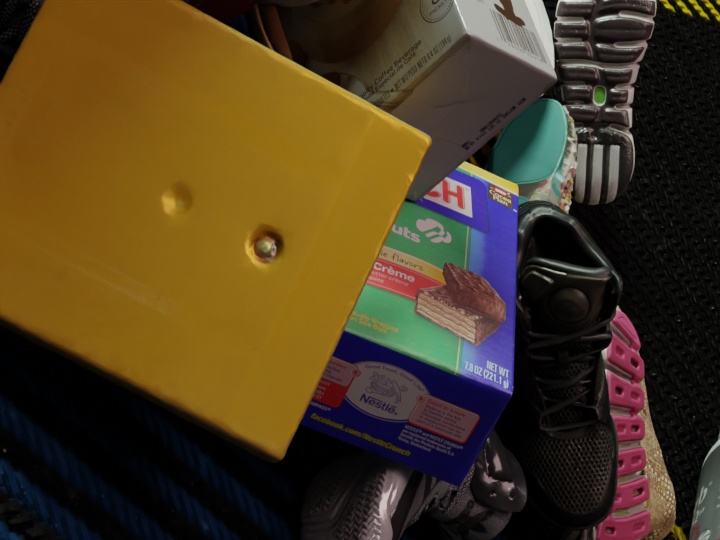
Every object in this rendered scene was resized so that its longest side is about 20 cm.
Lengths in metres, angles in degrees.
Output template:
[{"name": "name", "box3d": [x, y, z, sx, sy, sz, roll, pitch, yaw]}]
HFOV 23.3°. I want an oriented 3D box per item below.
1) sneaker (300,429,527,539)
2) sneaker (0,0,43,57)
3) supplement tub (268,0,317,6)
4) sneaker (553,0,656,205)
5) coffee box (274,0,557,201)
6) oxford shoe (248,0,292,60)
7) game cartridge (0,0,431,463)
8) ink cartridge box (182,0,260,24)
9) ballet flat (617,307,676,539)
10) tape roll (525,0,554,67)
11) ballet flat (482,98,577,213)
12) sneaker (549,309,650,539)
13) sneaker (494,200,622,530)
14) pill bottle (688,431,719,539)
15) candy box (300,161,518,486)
[{"name": "sneaker", "box3d": [0.037, 0.127, 0.986, 0.114, 0.075, 0.201, 46, 33, -18]}, {"name": "sneaker", "box3d": [-0.163, -0.123, 0.883, 0.199, 0.075, 0.115, 11, 55, -53]}, {"name": "supplement tub", "box3d": [-0.083, -0.230, 0.875, 0.199, 0.144, 0.146, 26, 46, -43]}, {"name": "sneaker", "box3d": [0.176, -0.154, 1.355, 0.116, 0.075, 0.203, -124, -139, -85]}, {"name": "coffee box", "box3d": [0.016, -0.158, 0.961, 0.079, 0.114, 0.202, 17, 43, -43]}, {"name": "oxford shoe", "box3d": [-0.030, -0.179, 1.133, 0.071, 0.071, 0.202, -3, 70, -56]}, {"name": "game cartridge", "box3d": [-0.089, -0.031, 0.834, 0.198, 0.032, 0.178, 28, 79, -6]}, {"name": "ink cartridge box", "box3d": [-0.142, -0.238, 1.007, 0.199, 0.085, 0.149, 11, 58, -52]}, {"name": "ballet flat", "box3d": [0.163, 0.091, 1.196, 0.065, 0.070, 0.202, 3, 62, -56]}, {"name": "tape roll", "box3d": [0.055, -0.195, 1.262, 0.202, 0.070, 0.204, 35, 41, -36]}, {"name": "ballet flat", "box3d": [0.118, -0.038, 1.248, 0.201, 0.075, 0.064, -72, 152, -43]}, {"name": "sneaker", "box3d": [0.135, 0.126, 1.133, 0.073, 0.087, 0.203, 6, 84, -54]}, {"name": "sneaker", "box3d": [0.117, 0.056, 1.038, 0.114, 0.075, 0.202, 99, -14, -86]}, {"name": "pill bottle", "box3d": [0.301, 0.184, 1.276, 0.116, 0.115, 0.201, 50, 34, -17]}, {"name": "candy box", "box3d": [0.000, 0.000, 0.960, 0.167, 0.077, 0.201, 22, 34, -10]}]
